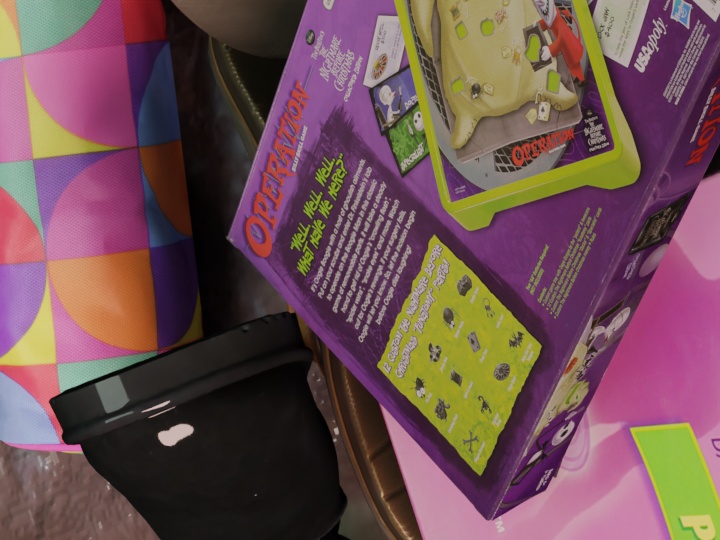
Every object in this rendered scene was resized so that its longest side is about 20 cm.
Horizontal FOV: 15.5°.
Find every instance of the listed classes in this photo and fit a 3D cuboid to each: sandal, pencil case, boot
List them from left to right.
[{"bbox_3d":[-0.102,-0.036,0.921,0.088,0.088,0.201,-5,93,43],"label":"pencil case"},{"bbox_3d":[-0.024,0.101,0.785,0.073,0.198,0.163,-19,84,2],"label":"boot"},{"bbox_3d":[0.000,0.000,0.841,0.200,0.082,0.055,64,147,12],"label":"sandal"}]

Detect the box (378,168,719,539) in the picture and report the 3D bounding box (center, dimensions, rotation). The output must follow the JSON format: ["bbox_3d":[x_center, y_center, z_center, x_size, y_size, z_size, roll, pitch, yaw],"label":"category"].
[{"bbox_3d":[0.121,0.063,0.726,0.200,0.097,0.176,-23,81,42],"label":"box"}]

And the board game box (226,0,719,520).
[{"bbox_3d":[0.033,-0.043,0.672,0.120,0.032,0.200,44,137,22],"label":"board game box"}]

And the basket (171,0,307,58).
[{"bbox_3d":[0.034,-0.132,0.751,0.200,0.136,0.181,-12,77,47],"label":"basket"}]
